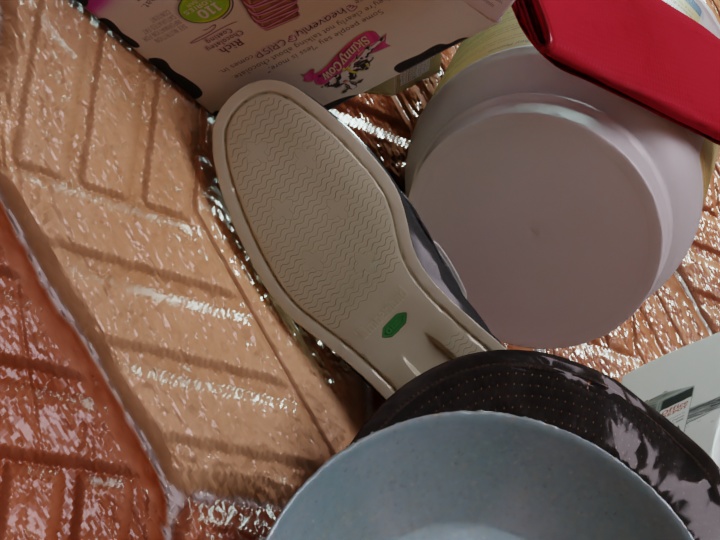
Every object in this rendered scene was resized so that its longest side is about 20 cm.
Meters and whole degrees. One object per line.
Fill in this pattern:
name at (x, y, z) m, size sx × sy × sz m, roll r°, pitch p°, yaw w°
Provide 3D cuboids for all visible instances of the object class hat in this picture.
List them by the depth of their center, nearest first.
hat at (0.061, 0.139, 1.080) m, size 0.081 × 0.200 × 0.201 m, roll 126°, pitch -52°, yaw -67°

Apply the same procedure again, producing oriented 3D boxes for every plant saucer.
plant saucer at (0.047, 0.156, 1.004) m, size 0.200 × 0.039 × 0.202 m, roll 4°, pitch 71°, yaw -13°

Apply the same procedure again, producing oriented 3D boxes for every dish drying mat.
dish drying mat at (0.125, -0.103, 1.181) m, size 0.200 × 0.018 × 0.077 m, roll 18°, pitch 47°, yaw -50°

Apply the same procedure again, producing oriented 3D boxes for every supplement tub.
supplement tub at (0.103, -0.062, 1.279) m, size 0.145 × 0.144 × 0.200 m, roll 57°, pitch 26°, yaw -16°

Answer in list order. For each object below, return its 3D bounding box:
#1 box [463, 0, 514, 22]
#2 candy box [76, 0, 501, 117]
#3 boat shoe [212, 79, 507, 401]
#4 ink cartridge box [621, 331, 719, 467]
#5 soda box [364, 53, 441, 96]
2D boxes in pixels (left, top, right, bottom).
box at (0.058, -0.175, 1.098) m, size 0.041 × 0.039 × 0.200 m, roll 34°, pitch 31°, yaw -14°
candy box at (-0.051, -0.147, 1.074) m, size 0.200 × 0.136 × 0.061 m, roll 40°, pitch 34°, yaw -43°
boat shoe at (0.000, 0.000, 1.137) m, size 0.200 × 0.072 × 0.068 m, roll 52°, pitch 2°, yaw -17°
ink cartridge box at (0.187, 0.144, 1.325) m, size 0.147 × 0.083 × 0.200 m, roll 57°, pitch 27°, yaw -17°
soda box at (-0.001, -0.184, 1.180) m, size 0.064 × 0.068 × 0.201 m, roll -34°, pitch 128°, yaw -65°
